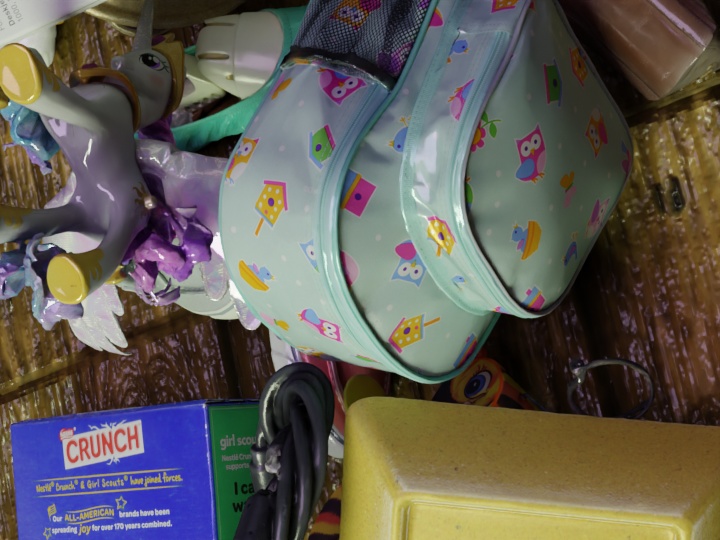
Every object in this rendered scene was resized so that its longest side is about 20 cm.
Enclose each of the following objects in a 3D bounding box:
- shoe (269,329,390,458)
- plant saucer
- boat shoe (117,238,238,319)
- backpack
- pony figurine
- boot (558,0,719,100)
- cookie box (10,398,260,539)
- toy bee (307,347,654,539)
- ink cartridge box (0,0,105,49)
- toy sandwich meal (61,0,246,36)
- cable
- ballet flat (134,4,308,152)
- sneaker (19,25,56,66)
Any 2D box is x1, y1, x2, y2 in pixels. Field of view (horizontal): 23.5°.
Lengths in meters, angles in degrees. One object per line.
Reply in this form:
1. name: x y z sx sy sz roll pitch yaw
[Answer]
1. shoe: 0.000 0.000 0.974 0.091 0.071 0.200 -21 72 40
2. plant saucer: 0.083 0.170 0.845 0.200 0.048 0.200 5 104 7
3. boat shoe: -0.125 -0.011 1.035 0.201 0.071 0.070 11 98 55
4. backpack: 0.031 -0.046 0.853 0.153 0.176 0.200 20 69 39
5. pony figurine: -0.126 -0.040 0.904 0.166 0.200 0.193 -9 99 21
6. boot: 0.097 -0.149 0.907 0.200 0.186 0.064 38 85 1
7. cookie box: -0.125 0.183 1.058 0.171 0.075 0.200 -9 84 36
8. toy bee: 0.058 0.095 0.918 0.200 0.109 0.131 -19 119 5
9. ink cartridge box: -0.126 -0.191 0.896 0.200 0.145 0.085 -26 104 2
10. toy sandwich meal: -0.140 -0.226 1.043 0.070 0.205 0.205 -46 58 61
11. cable: -0.054 0.141 0.907 0.200 0.051 0.163 107 172 -60
12. ballet flat: -0.082 -0.113 1.019 0.200 0.070 0.067 -20 61 44
13. sneaker: -0.286 -0.168 1.195 0.200 0.070 0.080 -4 89 36
